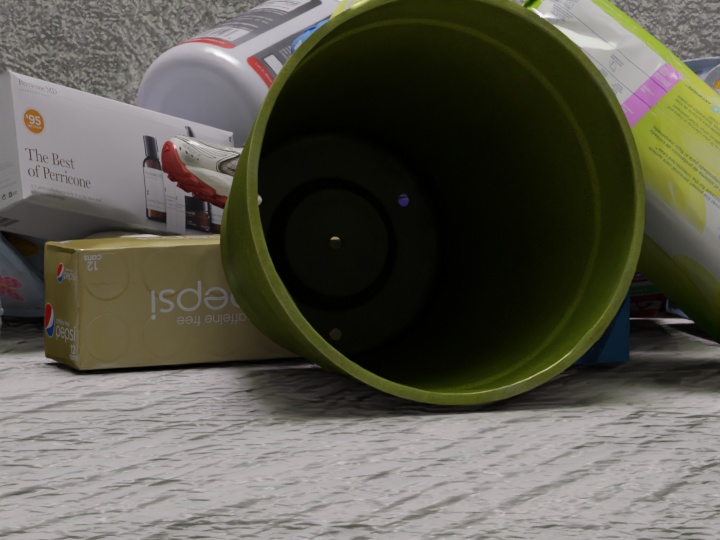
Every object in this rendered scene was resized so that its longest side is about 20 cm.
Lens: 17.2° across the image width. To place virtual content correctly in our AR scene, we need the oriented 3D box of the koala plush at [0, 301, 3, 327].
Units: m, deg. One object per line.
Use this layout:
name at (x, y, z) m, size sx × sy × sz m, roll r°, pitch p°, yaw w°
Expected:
koala plush at (-0.277, -0.040, 1.183) m, size 0.177 × 0.200 × 0.184 m, roll 0°, pitch 5°, yaw 1°

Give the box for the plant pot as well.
plant pot at (0.014, -0.025, 1.212) m, size 0.200 × 0.200 × 0.193 m, roll -2°, pitch -7°, yaw -18°

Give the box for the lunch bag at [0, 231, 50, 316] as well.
lunch bag at (-0.230, -0.034, 1.532) m, size 0.170 × 0.127 × 0.200 m, roll 5°, pitch -1°, yaw 35°

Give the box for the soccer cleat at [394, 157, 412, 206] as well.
soccer cleat at (0.091, -0.062, 1.397) m, size 0.200 × 0.068 × 0.073 m, roll -6°, pitch -13°, yaw -24°

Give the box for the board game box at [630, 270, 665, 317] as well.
board game box at (0.145, -0.007, 1.439) m, size 0.095 × 0.030 × 0.200 m, roll 0°, pitch -18°, yaw -1°

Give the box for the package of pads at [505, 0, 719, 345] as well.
package of pads at (0.156, -0.055, 1.259) m, size 0.200 × 0.068 × 0.155 m, roll 43°, pitch -10°, yaw 15°

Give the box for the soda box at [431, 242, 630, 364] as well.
soda box at (0.068, 0.014, 1.350) m, size 0.068 × 0.064 × 0.200 m, roll -2°, pitch 5°, yaw -30°

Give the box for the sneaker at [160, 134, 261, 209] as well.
sneaker at (-0.028, -0.071, 1.435) m, size 0.200 × 0.082 × 0.078 m, roll 0°, pitch 10°, yaw -30°

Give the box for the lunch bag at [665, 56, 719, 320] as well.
lunch bag at (0.254, -0.045, 1.416) m, size 0.127 × 0.170 × 0.200 m, roll 2°, pitch 6°, yaw -11°

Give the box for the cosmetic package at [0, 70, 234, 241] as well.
cosmetic package at (-0.152, -0.058, 1.434) m, size 0.051 × 0.083 × 0.200 m, roll -22°, pitch -20°, yaw 33°

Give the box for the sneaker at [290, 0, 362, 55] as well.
sneaker at (0.030, -0.120, 1.519) m, size 0.105 × 0.076 × 0.200 m, roll -19°, pitch -34°, yaw 28°

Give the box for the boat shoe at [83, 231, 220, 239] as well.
boat shoe at (-0.072, 0.012, 1.414) m, size 0.200 × 0.072 × 0.068 m, roll -3°, pitch 18°, yaw -21°

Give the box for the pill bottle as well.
pill bottle at (-0.056, -0.127, 1.649) m, size 0.116 × 0.116 × 0.200 m, roll 3°, pitch 22°, yaw 32°

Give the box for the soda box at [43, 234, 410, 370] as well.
soda box at (-0.072, 0.014, 1.321) m, size 0.200 × 0.068 × 0.064 m, roll -2°, pitch 5°, yaw -24°
